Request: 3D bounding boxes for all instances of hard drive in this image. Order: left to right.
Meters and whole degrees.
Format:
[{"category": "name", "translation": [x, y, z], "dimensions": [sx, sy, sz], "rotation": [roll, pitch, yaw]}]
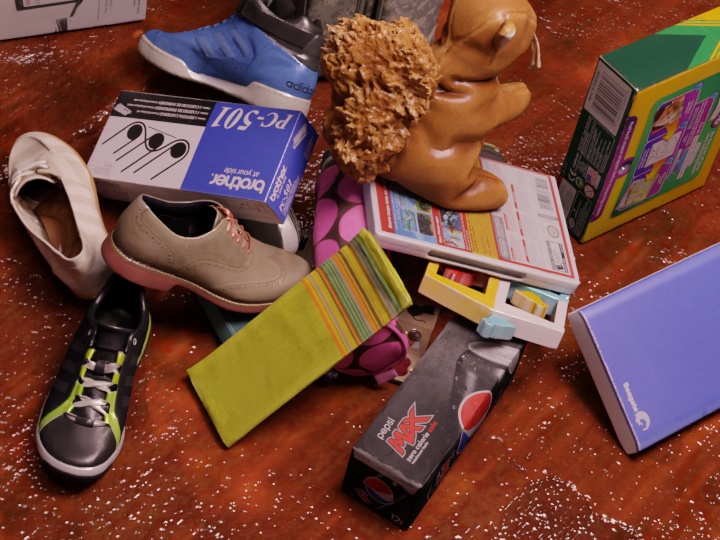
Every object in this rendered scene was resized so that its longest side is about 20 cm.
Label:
[{"category": "hard drive", "translation": [0.289, 0.063, 1.567], "dimensions": [0.199, 0.025, 0.133], "rotation": [-23, 89, -29]}]

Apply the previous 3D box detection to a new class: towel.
[{"category": "towel", "translation": [-0.053, 0.055, 1.459], "dimensions": [0.200, 0.018, 0.086], "rotation": [-38, 55, 9]}]

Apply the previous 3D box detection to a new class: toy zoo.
[{"category": "toy zoo", "translation": [0.123, 0.009, 1.563], "dimensions": [0.131, 0.021, 0.200], "rotation": [23, 25, 1]}]

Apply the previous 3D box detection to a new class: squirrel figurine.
[{"category": "squirrel figurine", "translation": [0.063, -0.162, 1.506], "dimensions": [0.199, 0.187, 0.142], "rotation": [-3, 50, -34]}]

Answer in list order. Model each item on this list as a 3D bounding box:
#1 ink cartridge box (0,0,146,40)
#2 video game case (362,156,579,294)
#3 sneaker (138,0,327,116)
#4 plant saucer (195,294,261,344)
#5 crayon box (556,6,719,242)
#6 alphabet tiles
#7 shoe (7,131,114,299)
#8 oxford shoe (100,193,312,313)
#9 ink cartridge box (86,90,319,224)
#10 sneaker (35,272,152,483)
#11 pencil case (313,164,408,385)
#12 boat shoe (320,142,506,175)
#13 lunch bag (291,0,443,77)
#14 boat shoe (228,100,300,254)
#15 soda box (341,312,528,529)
[{"category": "ink cartridge box", "translation": [-0.327, -0.313, 1.761], "dimensions": [0.199, 0.085, 0.146], "rotation": [-11, 53, -21]}, {"category": "video game case", "translation": [0.095, -0.055, 1.575], "dimensions": [0.199, 0.017, 0.144], "rotation": [14, 42, -20]}, {"category": "sneaker", "translation": [-0.119, -0.225, 1.686], "dimensions": [0.199, 0.112, 0.077], "rotation": [24, 9, 31]}, {"category": "plant saucer", "translation": [-0.124, -0.007, 1.575], "dimensions": [0.070, 0.019, 0.200], "rotation": [-16, 53, -22]}, {"category": "crayon box", "translation": [0.279, -0.139, 1.665], "dimensions": [0.172, 0.201, 0.058], "rotation": [-25, 58, -30]}, {"category": "alphabet tiles", "translation": [-0.004, 0.006, 1.604], "dimensions": [0.166, 0.008, 0.201], "rotation": [18, 47, 4]}, {"category": "shoe", "translation": [-0.267, -0.060, 1.548], "dimensions": [0.070, 0.053, 0.200], "rotation": [-38, 53, 5]}, {"category": "oxford shoe", "translation": [-0.117, -0.016, 1.496], "dimensions": [0.199, 0.075, 0.071], "rotation": [10, 38, -35]}, {"category": "ink cartridge box", "translation": [-0.144, -0.103, 1.573], "dimensions": [0.199, 0.044, 0.094], "rotation": [9, 66, 28]}, {"category": "sneaker", "translation": [-0.218, 0.078, 1.440], "dimensions": [0.071, 0.083, 0.201], "rotation": [11, 47, -2]}, {"category": "pencil case", "translation": [0.000, 0.000, 1.551], "dimensions": [0.090, 0.094, 0.201], "rotation": [-25, 43, 26]}, {"category": "boat shoe", "translation": [0.051, -0.095, 1.659], "dimensions": [0.200, 0.072, 0.061], "rotation": [6, 42, -23]}, {"category": "lunch bag", "translation": [0.009, -0.294, 1.743], "dimensions": [0.167, 0.201, 0.140], "rotation": [-5, 50, -15]}, {"category": "boat shoe", "translation": [-0.093, -0.091, 1.626], "dimensions": [0.063, 0.071, 0.200], "rotation": [-14, 51, -24]}, {"category": "soda box", "translation": [0.065, 0.119, 1.482], "dimensions": [0.071, 0.064, 0.200], "rotation": [29, 50, 13]}]
